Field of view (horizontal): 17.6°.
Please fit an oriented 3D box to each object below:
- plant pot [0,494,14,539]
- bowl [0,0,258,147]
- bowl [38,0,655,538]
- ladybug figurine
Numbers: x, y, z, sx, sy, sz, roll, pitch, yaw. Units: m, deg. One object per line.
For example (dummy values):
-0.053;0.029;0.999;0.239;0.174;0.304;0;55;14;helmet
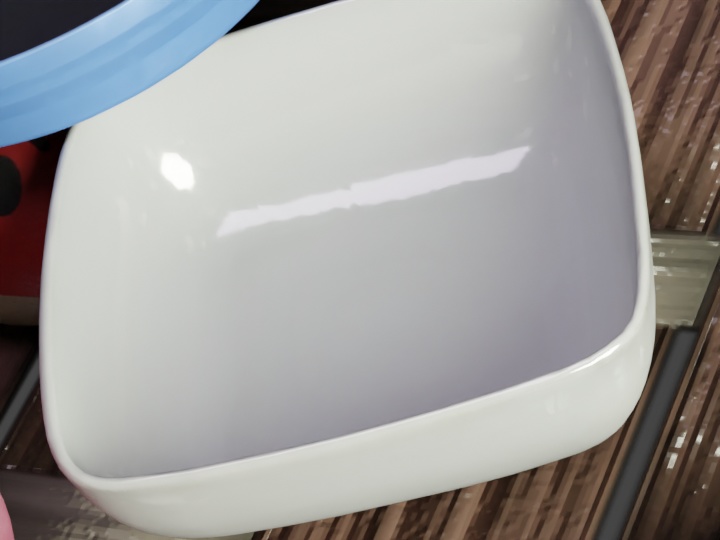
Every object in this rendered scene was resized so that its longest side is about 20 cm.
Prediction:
-0.207;0.118;0.708;0.200;0.200;0.179;3;37;32;plant pot
-0.110;-0.118;0.858;0.201;0.039;0.201;-18;37;14;bowl
0.000;0.000;0.761;0.200;0.075;0.200;-14;46;11;bowl
-0.133;-0.053;0.898;0.136;0.072;0.200;-43;43;-12;ladybug figurine
